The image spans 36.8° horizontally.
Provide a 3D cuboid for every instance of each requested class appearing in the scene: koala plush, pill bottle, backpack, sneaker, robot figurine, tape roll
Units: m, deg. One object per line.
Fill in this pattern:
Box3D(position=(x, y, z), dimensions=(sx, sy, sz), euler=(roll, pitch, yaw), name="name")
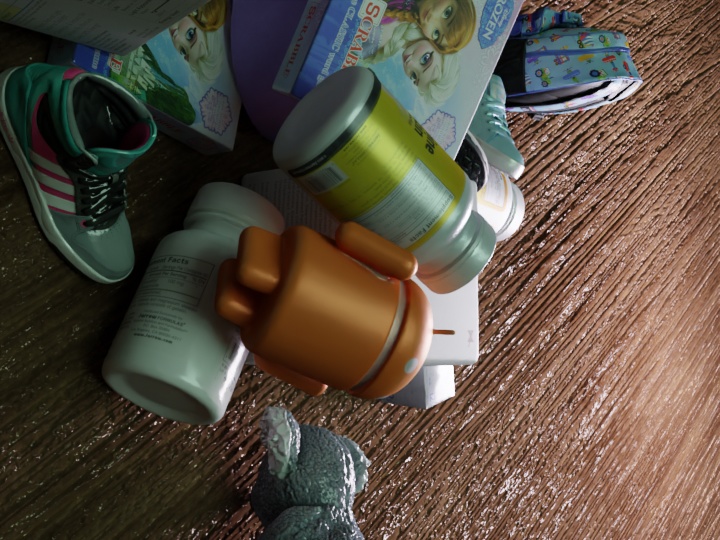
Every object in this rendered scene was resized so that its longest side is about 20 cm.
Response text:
Box3D(position=(-0.051, 0.240, 1.051), dimensions=(0.177, 0.183, 0.201), euler=(34, 50, -46), name="koala plush")
Box3D(position=(-0.143, 0.026, 0.976), dimensions=(0.114, 0.114, 0.201), euler=(45, 54, -40), name="pill bottle")
Box3D(position=(0.269, -0.280, 1.454), dimensions=(0.182, 0.199, 0.136), euler=(-8, 94, -51), name="backpack")
Box3D(position=(0.115, -0.094, 1.316), dimensions=(0.199, 0.111, 0.112), euler=(15, 76, -51), name="pill bottle")
Box3D(position=(0.145, -0.192, 1.296), dimensions=(0.074, 0.200, 0.082), euler=(16, 119, -46), name="sneaker")
Box3D(position=(-0.022, 0.036, 0.912), dimensions=(0.199, 0.117, 0.145), euler=(26, 84, -19), name="robot figurine")
Box3D(position=(-0.047, -0.230, 1.102), dimensions=(0.200, 0.084, 0.202), euler=(2, 90, -68), name="tape roll")
Box3D(position=(-0.212, -0.081, 0.891), dimensions=(0.084, 0.120, 0.201), euler=(-47, 123, -43), name="sneaker")
Box3D(position=(0.078, -0.168, 1.164), dimensions=(0.200, 0.071, 0.083), euler=(52, 30, -30), name="sneaker")
Box3D(position=(0.027, -0.072, 0.940), dimensions=(0.200, 0.112, 0.112), euler=(43, 54, -25), name="pill bottle")

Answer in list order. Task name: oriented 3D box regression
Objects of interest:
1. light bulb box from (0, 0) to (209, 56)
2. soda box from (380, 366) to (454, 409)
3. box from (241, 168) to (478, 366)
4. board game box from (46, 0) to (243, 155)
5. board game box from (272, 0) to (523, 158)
Box3D(position=(-0.220, -0.264, 0.799), dimensions=(0.199, 0.198, 0.126), euler=(11, 78, -34), name="light bulb box")
Box3D(position=(0.062, 0.055, 1.257), dimensions=(0.063, 0.068, 0.202), euler=(-16, 105, -50), name="soda box")
Box3D(position=(0.000, 0.000, 1.112), dimensions=(0.198, 0.171, 0.202), euler=(7, 83, -50), name="box")
Box3D(position=(-0.181, -0.237, 1.004), dimensions=(0.199, 0.041, 0.201), euler=(25, 68, -49), name="board game box")
Box3D(position=(0.043, -0.222, 1.013), dimensions=(0.199, 0.041, 0.201), euler=(19, 97, -36), name="board game box")
